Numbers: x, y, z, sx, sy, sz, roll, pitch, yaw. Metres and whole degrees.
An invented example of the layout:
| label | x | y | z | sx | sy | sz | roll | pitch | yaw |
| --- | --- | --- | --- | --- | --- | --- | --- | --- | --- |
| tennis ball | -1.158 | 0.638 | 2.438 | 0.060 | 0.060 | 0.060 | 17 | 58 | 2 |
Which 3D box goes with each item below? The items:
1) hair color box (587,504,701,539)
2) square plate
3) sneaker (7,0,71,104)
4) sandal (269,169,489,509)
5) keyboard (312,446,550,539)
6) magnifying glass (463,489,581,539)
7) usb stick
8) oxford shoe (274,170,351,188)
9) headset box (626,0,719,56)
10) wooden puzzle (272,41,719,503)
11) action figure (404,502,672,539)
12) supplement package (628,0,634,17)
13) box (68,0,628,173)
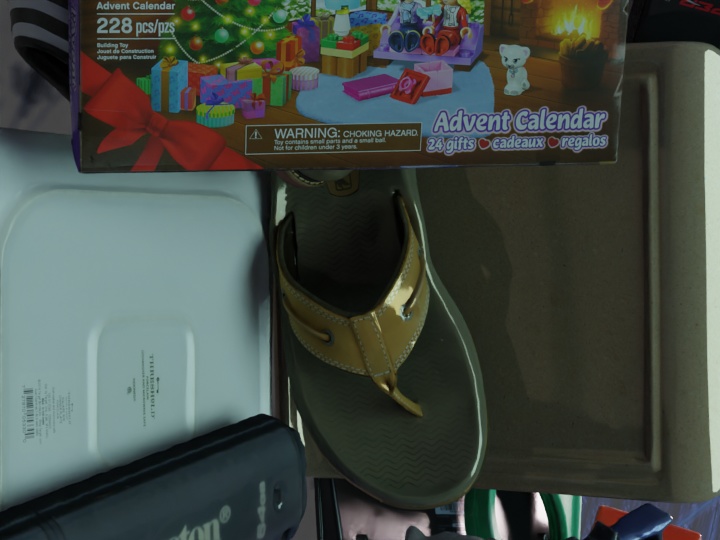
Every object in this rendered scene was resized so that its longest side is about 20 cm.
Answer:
| label | x | y | z | sx | sy | sz | roll | pitch | yaw |
| --- | --- | --- | --- | --- | --- | --- | --- | --- | --- |
| hair color box | 0.123 | 0.237 | 0.934 | 0.102 | 0.061 | 0.201 | 78 | 31 | -53 |
| square plate | -0.092 | 0.048 | 0.687 | 0.198 | 0.028 | 0.202 | 0 | 90 | -55 |
| sneaker | -0.062 | -0.108 | 0.705 | 0.200 | 0.075 | 0.116 | -4 | 103 | -46 |
| sandal | 0.000 | 0.000 | 0.724 | 0.054 | 0.080 | 0.202 | -4 | 83 | -83 |
| keyboard | 0.043 | 0.142 | 0.870 | 0.199 | 0.021 | 0.128 | 11 | 66 | -53 |
| magnifying glass | 0.103 | 0.095 | 0.940 | 0.080 | 0.022 | 0.200 | 56 | 37 | -20 |
| usb stick | -0.087 | 0.099 | 0.642 | 0.200 | 0.032 | 0.056 | -17 | 103 | -53 |
| oxford shoe | 0.017 | -0.124 | 0.675 | 0.070 | 0.074 | 0.201 | 15 | 93 | -54 |
| headset box | 0.176 | -0.044 | 0.790 | 0.075 | 0.148 | 0.201 | -71 | 176 | -54 |
| wooden puzzle | 0.059 | 0.000 | 0.757 | 0.037 | 0.199 | 0.187 | -15 | 105 | -69 |
| action figure | 0.071 | 0.173 | 0.669 | 0.199 | 0.104 | 0.194 | -32 | 112 | -22 |
| supplement package | 0.126 | -0.115 | 0.900 | 0.200 | 0.116 | 0.118 | 54 | 40 | -40 |
| box | -0.003 | -0.106 | 0.628 | 0.198 | 0.039 | 0.138 | -2 | 107 | -13 |
